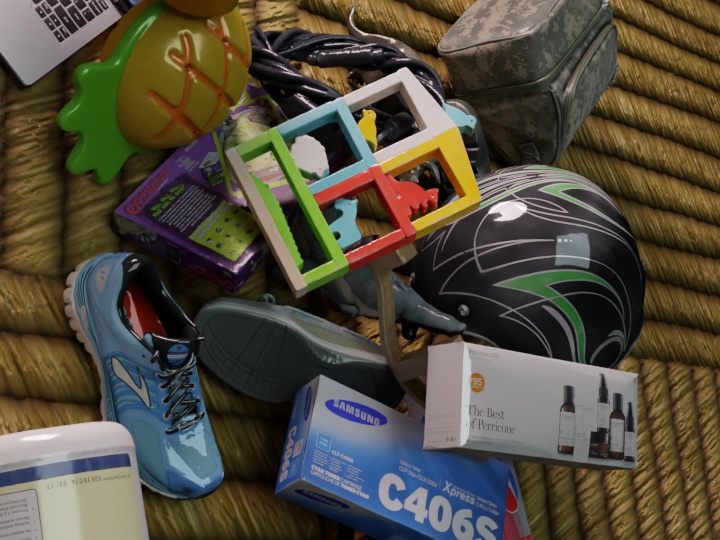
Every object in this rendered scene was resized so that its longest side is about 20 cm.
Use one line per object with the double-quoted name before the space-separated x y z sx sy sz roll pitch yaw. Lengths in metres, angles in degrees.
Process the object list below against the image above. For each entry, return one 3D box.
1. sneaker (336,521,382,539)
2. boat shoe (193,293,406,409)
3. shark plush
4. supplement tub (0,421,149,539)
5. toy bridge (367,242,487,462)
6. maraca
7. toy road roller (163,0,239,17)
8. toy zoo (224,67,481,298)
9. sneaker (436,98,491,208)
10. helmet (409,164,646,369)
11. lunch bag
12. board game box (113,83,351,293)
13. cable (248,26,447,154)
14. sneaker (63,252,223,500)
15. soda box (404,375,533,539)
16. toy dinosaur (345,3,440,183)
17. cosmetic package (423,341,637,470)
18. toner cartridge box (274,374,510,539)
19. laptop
"sneaker" -0.003 0.204 1.027 0.089 0.070 0.202 33 53 -13
"boat shoe" -0.053 0.068 1.018 0.199 0.075 0.065 17 23 -25
"shark plush" 0.000 0.000 1.033 0.090 0.084 0.200 -19 52 -37
"supplement tub" -0.203 0.210 0.778 0.144 0.144 0.203 -2 77 -43
"toy bridge" 0.057 0.074 1.000 0.027 0.067 0.202 -41 106 -52
"maraca" -0.163 -0.151 0.965 0.200 0.106 0.138 -43 148 -32
"toy road roller" -0.156 -0.264 0.885 0.197 0.123 0.148 -12 79 -18
"toy zoo" 0.007 -0.079 0.964 0.198 0.021 0.133 -25 75 -12
"sneaker" 0.111 -0.069 1.215 0.079 0.074 0.204 -7 94 -71
"helmet" 0.149 0.001 1.083 0.192 0.198 0.201 53 47 -29
"lunch bag" 0.198 -0.225 1.317 0.201 0.138 0.169 -52 127 -40
"board game box" -0.100 -0.075 1.008 0.119 0.033 0.201 29 50 11
"cable" -0.014 -0.173 1.070 0.199 0.051 0.162 36 43 26
"sneaker" -0.154 0.079 0.906 0.078 0.089 0.202 -29 96 -44
"soda box" 0.098 0.177 1.111 0.063 0.069 0.203 1 73 -60
"toy dinosaur" 0.040 -0.166 1.164 0.076 0.102 0.204 1 75 -42
"cosmetic package" 0.143 0.113 0.980 0.198 0.050 0.084 11 74 -34
"toner cartridge box" 0.031 0.172 0.992 0.198 0.043 0.096 27 51 -22
"laptop" -0.234 -0.286 0.944 0.188 0.115 0.200 53 48 -14
